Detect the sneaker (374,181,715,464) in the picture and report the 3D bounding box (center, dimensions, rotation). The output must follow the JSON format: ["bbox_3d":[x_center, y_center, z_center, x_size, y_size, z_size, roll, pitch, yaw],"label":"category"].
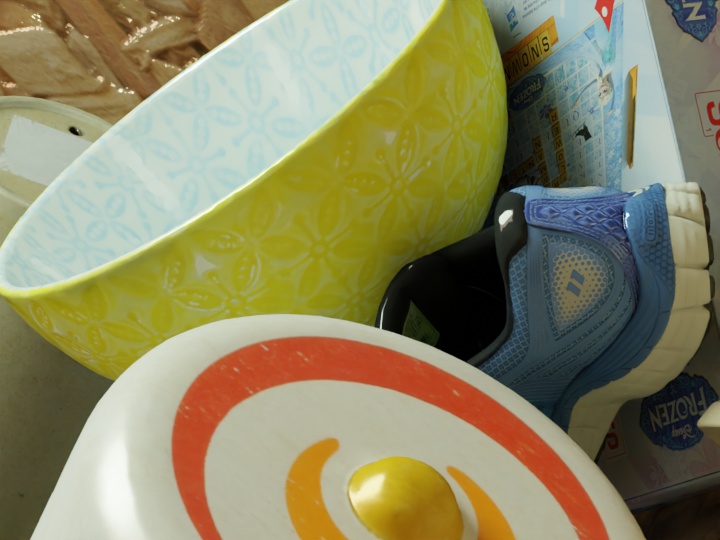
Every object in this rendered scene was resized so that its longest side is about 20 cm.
[{"bbox_3d":[0.040,0.030,0.989,0.200,0.089,0.079,120,156,-49],"label":"sneaker"}]

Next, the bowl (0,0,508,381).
[{"bbox_3d":[-0.019,-0.014,1.056,0.200,0.108,0.200,-33,17,12],"label":"bowl"}]

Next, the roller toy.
[{"bbox_3d":[-0.009,0.110,0.870,0.200,0.182,0.140,-96,27,-50],"label":"roller toy"}]

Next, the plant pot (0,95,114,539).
[{"bbox_3d":[-0.157,0.034,1.265,0.187,0.187,0.200,-65,-2,-61],"label":"plant pot"}]

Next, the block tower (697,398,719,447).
[{"bbox_3d":[0.190,-0.011,0.924,0.200,0.054,0.058,-49,10,-12],"label":"block tower"}]

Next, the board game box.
[{"bbox_3d":[0.083,-0.014,1.058,0.041,0.200,0.200,-8,-8,-24],"label":"board game box"}]
